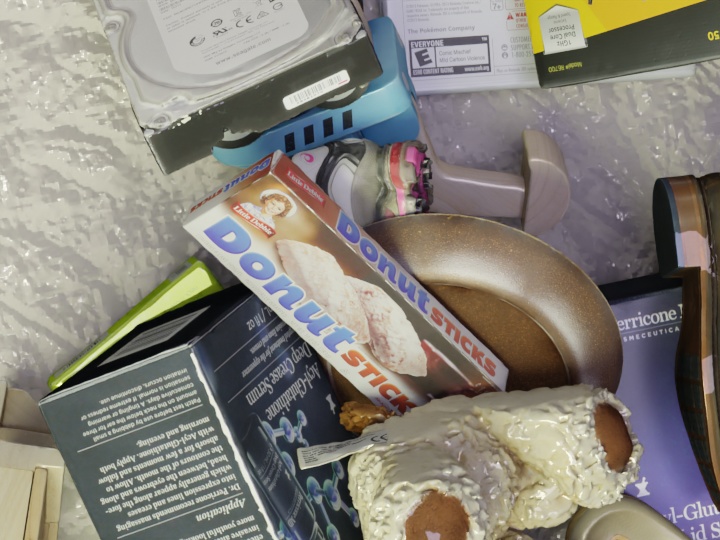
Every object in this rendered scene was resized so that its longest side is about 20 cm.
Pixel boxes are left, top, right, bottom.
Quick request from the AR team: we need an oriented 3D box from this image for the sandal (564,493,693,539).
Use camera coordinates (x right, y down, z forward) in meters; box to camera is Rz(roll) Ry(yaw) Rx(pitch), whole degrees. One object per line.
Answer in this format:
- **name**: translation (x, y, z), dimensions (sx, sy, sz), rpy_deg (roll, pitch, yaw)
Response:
- **sandal**: translation (0.210, 0.202, 1.652), dimensions (0.200, 0.054, 0.081), rpy_deg (34, 87, -9)

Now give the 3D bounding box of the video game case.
- **video game case**: translation (0.107, -0.205, 1.739), dimensions (0.199, 0.022, 0.184), rpy_deg (-5, 93, -10)

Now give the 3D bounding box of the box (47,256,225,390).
- **box**: translation (-0.083, 0.107, 1.702), dimensions (0.122, 0.048, 0.200), rpy_deg (-40, 98, -5)

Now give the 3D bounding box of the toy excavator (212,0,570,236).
- **toy excavator**: translation (0.010, -0.085, 1.689), dimensions (0.194, 0.100, 0.201), rpy_deg (-20, 126, 9)

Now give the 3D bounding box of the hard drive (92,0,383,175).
- **hard drive**: translation (-0.080, -0.152, 1.615), dimensions (0.139, 0.200, 0.038), rpy_deg (-24, 131, 1)

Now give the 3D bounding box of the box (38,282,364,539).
- **box**: translation (-0.073, 0.125, 1.591), dimensions (0.107, 0.148, 0.201), rpy_deg (-21, 99, 22)

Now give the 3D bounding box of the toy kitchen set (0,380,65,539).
- **toy kitchen set**: translation (-0.139, 0.166, 1.636), dimensions (0.179, 0.201, 0.164), rpy_deg (7, 50, -4)

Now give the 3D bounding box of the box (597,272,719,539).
- **box**: translation (0.211, 0.100, 1.729), dimensions (0.147, 0.104, 0.201), rpy_deg (-12, 95, -9)

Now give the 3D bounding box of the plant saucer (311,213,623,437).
- **plant saucer**: translation (0.054, 0.053, 1.641), dimensions (0.199, 0.032, 0.201), rpy_deg (7, 132, 8)

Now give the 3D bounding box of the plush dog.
- **plush dog**: translation (0.056, 0.164, 1.579), dimensions (0.200, 0.160, 0.173), rpy_deg (-26, 113, -40)

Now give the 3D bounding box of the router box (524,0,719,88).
- **router box**: translation (0.184, -0.196, 1.651), dimensions (0.051, 0.199, 0.150), rpy_deg (-17, 97, -49)

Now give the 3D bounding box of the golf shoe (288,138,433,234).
- **golf shoe**: translation (0.000, 0.000, 1.676), dimensions (0.092, 0.073, 0.201), rpy_deg (2, 131, 9)

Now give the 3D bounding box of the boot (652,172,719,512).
- **boot**: translation (0.234, 0.039, 1.640), dimensions (0.096, 0.075, 0.201), rpy_deg (-8, 92, -7)

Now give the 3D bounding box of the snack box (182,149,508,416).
- **snack box**: translation (-0.006, 0.017, 1.585), dimensions (0.072, 0.024, 0.200), rpy_deg (-30, 119, 33)
